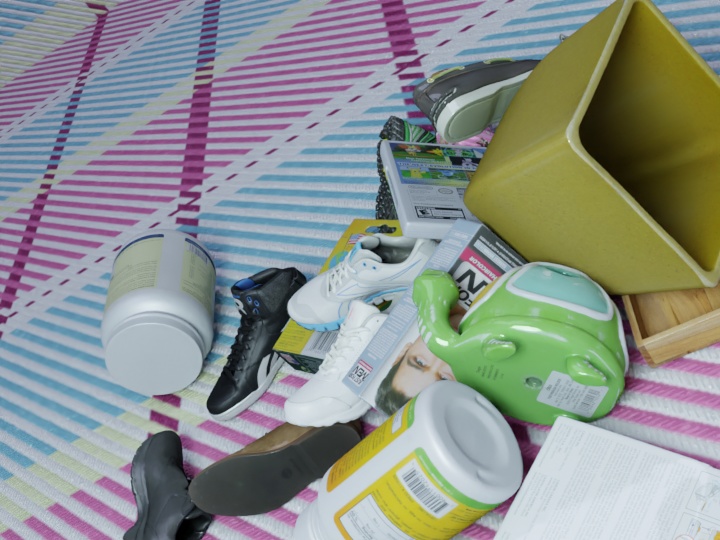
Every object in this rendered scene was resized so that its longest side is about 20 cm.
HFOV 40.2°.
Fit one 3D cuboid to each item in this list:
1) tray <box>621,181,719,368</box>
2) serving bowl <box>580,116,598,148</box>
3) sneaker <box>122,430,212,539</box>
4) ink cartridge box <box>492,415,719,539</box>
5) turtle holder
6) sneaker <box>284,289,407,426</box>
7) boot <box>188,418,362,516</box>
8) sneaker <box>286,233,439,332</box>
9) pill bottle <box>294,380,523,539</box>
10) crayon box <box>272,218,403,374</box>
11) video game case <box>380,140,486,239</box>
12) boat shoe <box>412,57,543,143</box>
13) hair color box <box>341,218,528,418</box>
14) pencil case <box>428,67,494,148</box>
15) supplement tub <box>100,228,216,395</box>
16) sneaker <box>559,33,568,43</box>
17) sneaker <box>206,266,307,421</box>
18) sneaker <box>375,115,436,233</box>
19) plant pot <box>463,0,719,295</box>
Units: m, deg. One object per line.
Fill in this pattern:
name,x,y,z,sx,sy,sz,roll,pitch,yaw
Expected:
tray,0.291,-0.006,0.922,0.099,0.037,0.200,-26,36,21
serving bowl,0.253,-0.160,1.076,0.200,0.066,0.200,-27,5,2
sneaker,-0.205,0.260,1.088,0.091,0.076,0.200,-20,44,13
ink cartridge box,0.210,0.213,0.751,0.200,0.050,0.162,17,61,34
turtle holder,0.145,0.063,0.879,0.185,0.141,0.132,-3,45,26
sneaker,-0.005,0.083,1.008,0.200,0.100,0.078,-32,22,-29
boot,-0.088,0.198,1.043,0.200,0.074,0.075,-25,22,10
sneaker,0.000,0.000,1.063,0.200,0.087,0.075,-22,48,18
pill bottle,0.034,0.192,0.846,0.200,0.111,0.111,-44,27,31
crayon box,-0.002,0.031,1.151,0.127,0.051,0.200,7,59,49
video game case,0.131,-0.086,1.079,0.199,0.022,0.182,3,35,-10
boat shoe,0.141,-0.187,1.004,0.201,0.072,0.061,-20,56,-37
hair color box,0.083,0.060,0.956,0.200,0.099,0.061,-54,20,-3
pencil case,0.132,-0.186,1.250,0.083,0.087,0.200,-11,37,3
supplement tub,-0.268,0.054,1.317,0.145,0.145,0.200,-30,34,16
sneaker,0.276,-0.253,1.182,0.200,0.089,0.077,-32,33,13
sneaker,-0.138,0.076,1.187,0.200,0.112,0.073,-48,32,-12
sneaker,0.069,-0.105,1.228,0.078,0.085,0.200,125,152,-56
plant pot,0.213,-0.094,0.910,0.200,0.195,0.194,-22,33,54
